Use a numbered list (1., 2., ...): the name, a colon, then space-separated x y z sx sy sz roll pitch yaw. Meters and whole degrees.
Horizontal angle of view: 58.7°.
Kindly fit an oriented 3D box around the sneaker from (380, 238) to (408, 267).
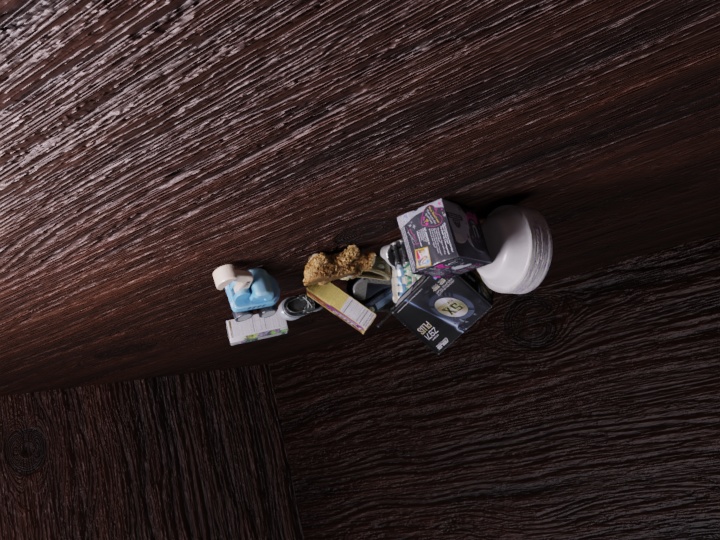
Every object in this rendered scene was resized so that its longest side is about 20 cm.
1. sneaker: 0.140 -0.060 1.550 0.199 0.076 0.081 -12 -172 -18

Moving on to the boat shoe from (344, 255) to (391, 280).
1. boat shoe: -0.001 0.001 1.665 0.200 0.064 0.073 -3 165 -43

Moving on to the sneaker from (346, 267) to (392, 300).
1. sneaker: 0.053 0.023 1.836 0.201 0.077 0.146 -23 -177 -13

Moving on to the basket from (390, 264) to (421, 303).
1. basket: 0.184 0.025 1.729 0.198 0.178 0.139 -6 178 -9

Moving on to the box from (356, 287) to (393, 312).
1. box: 0.038 0.078 1.922 0.136 0.038 0.200 -33 -168 -17

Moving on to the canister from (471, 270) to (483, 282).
1. canister: 0.339 -0.042 1.631 0.199 0.149 0.086 -20 141 28

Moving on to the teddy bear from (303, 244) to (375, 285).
1. teddy bear: -0.053 -0.014 1.529 0.199 0.067 0.145 -13 166 -24

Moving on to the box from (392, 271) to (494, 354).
1. box: 0.206 0.082 1.601 0.200 0.164 0.086 -46 -175 27

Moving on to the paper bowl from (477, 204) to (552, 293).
1. paper bowl: 0.331 -0.049 1.454 0.104 0.202 0.200 4 163 -25

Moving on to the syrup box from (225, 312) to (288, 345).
1. syrup box: -0.351 0.192 2.170 0.198 0.082 0.079 -13 168 -12

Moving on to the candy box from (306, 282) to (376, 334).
1. candy box: -0.054 0.094 1.769 0.057 0.199 0.117 -53 176 -12

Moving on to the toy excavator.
1. toy excavator: -0.265 0.035 1.486 0.193 0.100 0.200 -9 156 -33

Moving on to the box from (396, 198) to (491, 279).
1. box: 0.184 -0.065 1.371 0.114 0.133 0.200 -21 166 27

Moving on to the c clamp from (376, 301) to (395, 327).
1. c clamp: 0.077 0.098 1.886 0.171 0.027 0.200 -38 -168 -14

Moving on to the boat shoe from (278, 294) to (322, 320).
1. boat shoe: -0.172 0.100 1.991 0.071 0.072 0.199 -32 170 35
